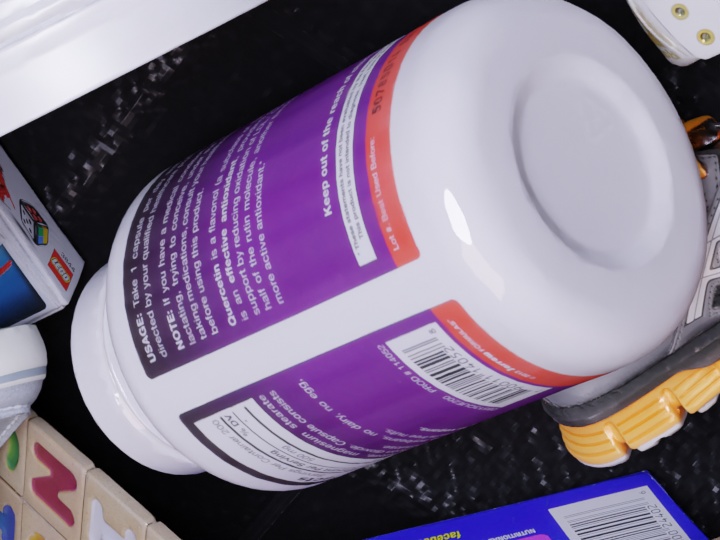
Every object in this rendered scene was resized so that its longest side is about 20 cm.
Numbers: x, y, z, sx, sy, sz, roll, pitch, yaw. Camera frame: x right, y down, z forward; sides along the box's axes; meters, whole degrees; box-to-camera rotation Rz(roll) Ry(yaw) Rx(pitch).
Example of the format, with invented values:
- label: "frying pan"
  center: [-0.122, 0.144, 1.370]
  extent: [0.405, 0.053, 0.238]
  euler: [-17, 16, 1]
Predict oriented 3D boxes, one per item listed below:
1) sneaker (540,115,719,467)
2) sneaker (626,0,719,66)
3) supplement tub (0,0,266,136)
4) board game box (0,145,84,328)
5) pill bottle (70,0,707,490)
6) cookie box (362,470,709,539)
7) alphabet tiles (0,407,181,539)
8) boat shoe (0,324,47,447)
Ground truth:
- label: "sneaker"
  center: [0.122, -0.019, 0.793]
  extent: [0.200, 0.078, 0.077]
  euler: [-39, 97, 21]
- label: "sneaker"
  center: [0.059, -0.102, 0.750]
  extent: [0.200, 0.074, 0.116]
  euler: [-18, 114, 15]
- label: "supplement tub"
  center: [-0.113, -0.139, 0.680]
  extent: [0.145, 0.145, 0.200]
  euler: [-24, 97, 19]
- label: "board game box"
  center: [-0.210, -0.004, 0.860]
  extent: [0.200, 0.035, 0.126]
  euler: [-25, 114, 19]
- label: "pill bottle"
  center: [0.000, 0.000, 0.773]
  extent: [0.112, 0.113, 0.200]
  euler: [46, 138, -19]
- label: "cookie box"
  center: [0.038, 0.186, 0.885]
  extent: [0.171, 0.075, 0.200]
  euler: [-12, 123, -17]
- label: "alphabet tiles"
  center: [-0.097, 0.134, 0.865]
  extent: [0.200, 0.006, 0.167]
  euler: [36, 130, 38]
- label: "boat shoe"
  center: [-0.157, 0.078, 0.848]
  extent: [0.201, 0.070, 0.072]
  euler: [-33, 75, 45]
